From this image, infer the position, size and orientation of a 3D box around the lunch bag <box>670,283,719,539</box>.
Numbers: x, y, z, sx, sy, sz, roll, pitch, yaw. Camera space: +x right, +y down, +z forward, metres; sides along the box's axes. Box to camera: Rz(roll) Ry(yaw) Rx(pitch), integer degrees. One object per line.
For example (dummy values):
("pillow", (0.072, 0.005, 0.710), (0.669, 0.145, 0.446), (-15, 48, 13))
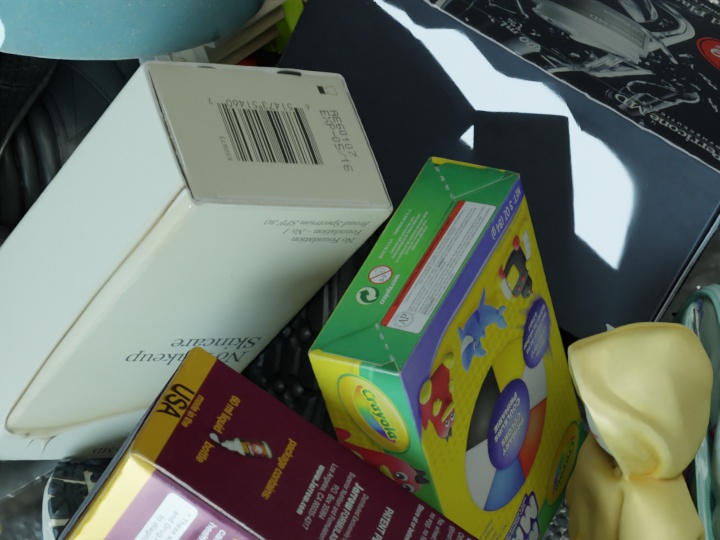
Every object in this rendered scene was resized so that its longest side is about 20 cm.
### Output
("lunch bag", (0.168, 0.107, 1.103), (0.077, 0.160, 0.201), (-2, 67, -9))

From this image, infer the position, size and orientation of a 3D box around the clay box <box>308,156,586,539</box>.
("clay box", (0.044, 0.065, 1.076), (0.047, 0.200, 0.115), (11, 51, 29))

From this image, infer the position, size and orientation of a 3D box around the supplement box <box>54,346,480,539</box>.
("supplement box", (-0.021, 0.140, 1.014), (0.200, 0.110, 0.086), (35, 32, -4))

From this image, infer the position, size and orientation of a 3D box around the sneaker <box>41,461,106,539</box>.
("sneaker", (-0.107, 0.168, 1.084), (0.077, 0.086, 0.200), (16, 36, -35))

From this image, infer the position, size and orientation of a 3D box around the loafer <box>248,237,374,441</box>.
("loafer", (-0.008, 0.077, 1.117), (0.070, 0.068, 0.201), (-2, 96, -32))

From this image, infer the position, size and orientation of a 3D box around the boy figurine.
("boy figurine", (0.105, 0.116, 1.065), (0.064, 0.201, 0.124), (2, 30, -7))

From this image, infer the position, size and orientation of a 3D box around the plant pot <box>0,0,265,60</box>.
("plant pot", (-0.129, -0.196, 1.094), (0.199, 0.135, 0.200), (8, 30, -5))

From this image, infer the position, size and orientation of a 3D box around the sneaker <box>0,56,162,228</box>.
("sneaker", (-0.150, -0.107, 1.204), (0.099, 0.071, 0.201), (-9, 71, -17))

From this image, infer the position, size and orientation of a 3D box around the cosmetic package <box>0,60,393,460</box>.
("cosmetic package", (-0.086, 0.000, 1.080), (0.103, 0.200, 0.073), (0, 56, -36))

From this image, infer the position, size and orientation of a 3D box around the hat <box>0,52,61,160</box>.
("hat", (-0.230, -0.106, 1.153), (0.200, 0.081, 0.201), (-13, 57, 20))

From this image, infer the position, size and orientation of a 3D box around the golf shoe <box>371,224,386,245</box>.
("golf shoe", (0.000, 0.000, 1.177), (0.200, 0.078, 0.097), (55, 33, -3))

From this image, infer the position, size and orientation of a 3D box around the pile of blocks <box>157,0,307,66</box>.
("pile of blocks", (-0.026, -0.139, 1.214), (0.082, 0.062, 0.200), (-1, 35, 32))

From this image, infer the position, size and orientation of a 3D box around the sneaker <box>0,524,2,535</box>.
("sneaker", (-0.241, 0.049, 1.089), (0.112, 0.071, 0.201), (-26, 103, -14))

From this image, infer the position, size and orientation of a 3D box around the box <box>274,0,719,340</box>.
("box", (0.080, -0.077, 1.158), (0.200, 0.104, 0.182), (30, 28, 6))
